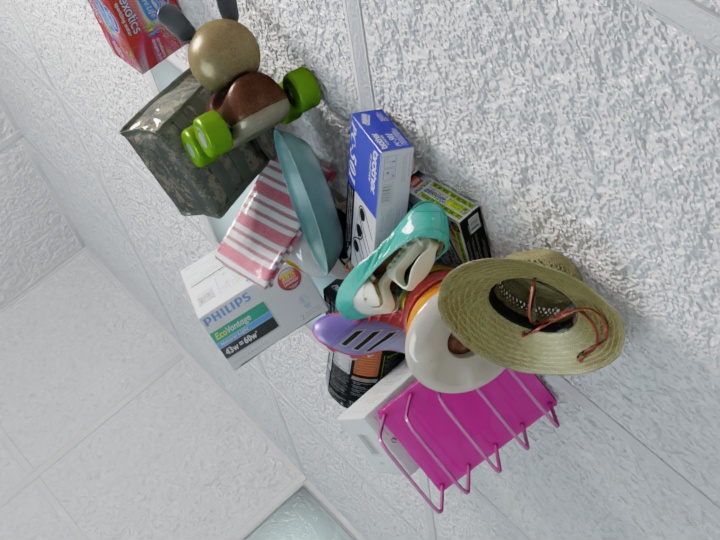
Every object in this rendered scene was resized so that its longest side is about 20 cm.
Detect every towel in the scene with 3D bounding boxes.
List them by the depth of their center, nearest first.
[{"bbox_3d":[-0.124,-0.077,1.531,0.030,0.201,0.146,31,179,-41],"label":"towel"}]

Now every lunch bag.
[{"bbox_3d":[-0.208,-0.198,1.490,0.117,0.200,0.164,6,139,45],"label":"lunch bag"}]

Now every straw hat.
[{"bbox_3d":[0.189,0.023,1.120,0.200,0.085,0.202,16,143,12],"label":"straw hat"}]

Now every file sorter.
[{"bbox_3d":[0.136,0.193,1.345,0.139,0.200,0.125,50,-170,-4],"label":"file sorter"}]

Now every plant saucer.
[{"bbox_3d":[-0.063,-0.094,1.373,0.200,0.036,0.201,160,90,-81],"label":"plant saucer"}]

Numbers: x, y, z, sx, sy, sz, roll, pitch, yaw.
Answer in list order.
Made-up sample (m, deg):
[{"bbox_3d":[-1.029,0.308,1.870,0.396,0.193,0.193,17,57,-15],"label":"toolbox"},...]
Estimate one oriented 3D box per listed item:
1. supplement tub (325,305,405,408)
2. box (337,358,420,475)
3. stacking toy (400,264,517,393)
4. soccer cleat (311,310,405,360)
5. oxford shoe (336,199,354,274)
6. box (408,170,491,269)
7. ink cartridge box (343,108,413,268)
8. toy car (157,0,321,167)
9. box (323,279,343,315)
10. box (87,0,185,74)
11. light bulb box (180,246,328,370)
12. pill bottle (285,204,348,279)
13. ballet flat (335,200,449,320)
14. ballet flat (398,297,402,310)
[{"bbox_3d":[0.013,0.112,1.621,0.122,0.122,0.201,40,140,30],"label":"supplement tub"},{"bbox_3d":[0.088,0.190,1.516,0.107,0.200,0.152,52,163,-3],"label":"box"},{"bbox_3d":[0.093,0.039,1.264,0.147,0.145,0.200,63,175,-34],"label":"stacking toy"},{"bbox_3d":[0.037,0.073,1.329,0.067,0.198,0.077,-104,31,-50],"label":"soccer cleat"},{"bbox_3d":[0.000,0.000,1.441,0.070,0.075,0.202,-13,93,42],"label":"oxford shoe"},{"bbox_3d":[0.116,-0.021,1.302,0.110,0.035,0.201,35,156,41],"label":"box"},{"bbox_3d":[0.019,-0.082,1.265,0.094,0.044,0.201,-123,29,-47],"label":"ink cartridge box"},{"bbox_3d":[-0.175,-0.263,1.355,0.201,0.164,0.158,63,160,-7],"label":"toy car"},{"bbox_3d":[0.005,0.118,1.825,0.161,0.049,0.200,46,161,22],"label":"box"},{"bbox_3d":[-0.341,-0.406,1.548,0.095,0.100,0.201,36,157,37],"label":"box"},{"bbox_3d":[-0.186,0.034,1.811,0.125,0.197,0.200,60,177,-30],"label":"light bulb box"},{"bbox_3d":[-0.072,-0.053,1.570,0.200,0.113,0.113,25,149,54],"label":"pill bottle"},{"bbox_3d":[0.035,0.006,1.223,0.067,0.200,0.071,21,-145,-28],"label":"ballet flat"},{"bbox_3d":[0.051,0.025,1.392,0.068,0.068,0.202,-1,109,43],"label":"ballet flat"}]
